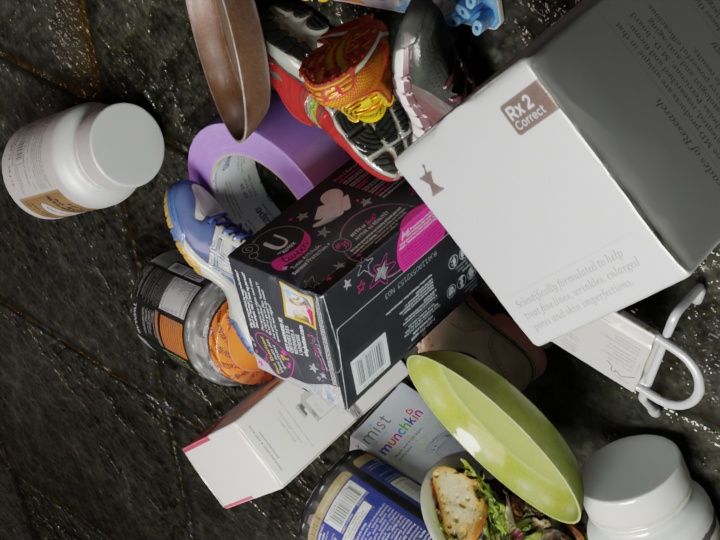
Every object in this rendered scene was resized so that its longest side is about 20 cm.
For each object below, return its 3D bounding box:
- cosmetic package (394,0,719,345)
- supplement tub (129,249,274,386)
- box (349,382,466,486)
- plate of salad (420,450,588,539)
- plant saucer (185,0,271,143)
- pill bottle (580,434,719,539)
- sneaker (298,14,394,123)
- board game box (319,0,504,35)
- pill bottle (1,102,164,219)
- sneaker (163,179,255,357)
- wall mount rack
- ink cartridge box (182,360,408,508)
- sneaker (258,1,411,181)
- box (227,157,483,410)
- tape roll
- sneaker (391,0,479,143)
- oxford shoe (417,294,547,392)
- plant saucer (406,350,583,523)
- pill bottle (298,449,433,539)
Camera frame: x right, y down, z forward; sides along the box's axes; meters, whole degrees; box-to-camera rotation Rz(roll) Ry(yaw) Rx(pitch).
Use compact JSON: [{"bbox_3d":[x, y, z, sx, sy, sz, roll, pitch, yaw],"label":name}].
[{"bbox_3d":[0.166,-0.088,0.897,0.165,0.200,0.165,51,147,-3],"label":"cosmetic package"},{"bbox_3d":[-0.156,0.051,1.442,0.200,0.122,0.123,19,138,55],"label":"supplement tub"},{"bbox_3d":[0.078,0.245,1.423,0.176,0.097,0.201,31,144,21],"label":"box"},{"bbox_3d":[0.150,0.233,1.249,0.200,0.200,0.048,37,123,18],"label":"plate of salad"},{"bbox_3d":[-0.117,-0.213,1.184,0.200,0.034,0.202,163,90,-76],"label":"plant saucer"},{"bbox_3d":[0.268,0.252,1.195,0.113,0.113,0.201,2,124,48],"label":"pill bottle"},{"bbox_3d":[0.002,-0.148,1.033,0.073,0.200,0.078,-23,103,13],"label":"sneaker"},{"bbox_3d":[0.011,-0.286,1.037,0.199,0.026,0.201,19,136,38],"label":"board game box"},{"bbox_3d":[-0.301,-0.122,1.476,0.199,0.114,0.115,-7,118,51],"label":"pill bottle"},{"bbox_3d":[-0.107,-0.014,1.302,0.088,0.075,0.201,-34,92,32],"label":"sneaker"},{"bbox_3d":[0.201,0.052,1.117,0.199,0.074,0.175,33,140,22],"label":"wall mount rack"},{"bbox_3d":[-0.066,0.145,1.395,0.083,0.200,0.146,53,146,-3],"label":"ink cartridge box"},{"bbox_3d":[-0.021,-0.149,1.179,0.200,0.077,0.085,50,153,18],"label":"sneaker"},{"bbox_3d":[0.000,0.000,1.174,0.114,0.200,0.133,22,138,36],"label":"box"},{"bbox_3d":[-0.075,-0.070,1.314,0.199,0.066,0.201,30,142,27],"label":"tape roll"},{"bbox_3d":[0.094,-0.130,1.048,0.115,0.076,0.200,13,151,19],"label":"sneaker"},{"bbox_3d":[0.074,0.054,1.256,0.199,0.074,0.071,29,142,27],"label":"oxford shoe"},{"bbox_3d":[0.122,0.136,1.160,0.200,0.031,0.200,43,166,13],"label":"plant saucer"},{"bbox_3d":[0.048,0.266,1.291,0.199,0.112,0.112,30,142,25],"label":"pill bottle"}]
